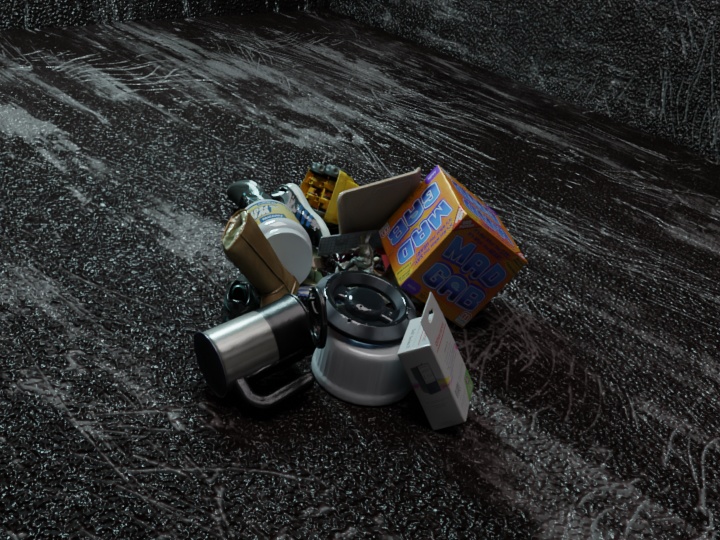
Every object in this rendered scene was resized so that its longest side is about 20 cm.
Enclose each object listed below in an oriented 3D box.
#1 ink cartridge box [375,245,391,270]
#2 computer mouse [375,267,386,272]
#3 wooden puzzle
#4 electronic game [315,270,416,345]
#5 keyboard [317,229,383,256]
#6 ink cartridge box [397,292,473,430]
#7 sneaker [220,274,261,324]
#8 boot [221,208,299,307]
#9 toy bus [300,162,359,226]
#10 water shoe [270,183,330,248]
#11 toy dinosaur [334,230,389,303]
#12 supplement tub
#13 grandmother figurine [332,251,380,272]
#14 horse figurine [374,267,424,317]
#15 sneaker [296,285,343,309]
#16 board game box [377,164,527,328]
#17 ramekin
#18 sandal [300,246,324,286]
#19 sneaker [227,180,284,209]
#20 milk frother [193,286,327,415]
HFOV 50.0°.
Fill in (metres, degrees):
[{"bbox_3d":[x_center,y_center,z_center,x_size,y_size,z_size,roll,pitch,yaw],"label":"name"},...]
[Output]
[{"bbox_3d":[0.106,-0.065,1.806,0.195,0.068,0.118,-2,54,-22],"label":"ink cartridge box"},{"bbox_3d":[0.028,0.042,1.677,0.057,0.035,0.200,11,23,8],"label":"computer mouse"},{"bbox_3d":[0.038,-0.134,1.668,0.196,0.187,0.038,-21,57,-13],"label":"wooden puzzle"},{"bbox_3d":[0.009,0.065,1.409,0.195,0.042,0.202,12,34,-8],"label":"electronic game"},{"bbox_3d":[0.000,-0.064,1.686,0.195,0.057,0.011,-9,54,-23],"label":"keyboard"},{"bbox_3d":[0.125,0.155,1.336,0.066,0.204,0.118,-17,19,23],"label":"ink cartridge box"},{"bbox_3d":[-0.227,0.052,1.513,0.073,0.081,0.201,7,28,-4],"label":"sneaker"},{"bbox_3d":[-0.196,0.019,1.429,0.065,0.201,0.178,-11,46,24],"label":"boot"},{"bbox_3d":[-0.044,-0.171,1.911,0.189,0.139,0.199,18,3,-30],"label":"toy bus"},{"bbox_3d":[-0.139,-0.108,1.771,0.078,0.072,0.202,-25,64,-24],"label":"water shoe"},{"bbox_3d":[0.000,0.000,1.598,0.087,0.047,0.203,-26,51,16],"label":"toy dinosaur"},{"bbox_3d":[-0.180,-0.053,1.614,0.141,0.148,0.200,0,21,-19],"label":"supplement tub"},{"bbox_3d":[-0.014,-0.030,1.755,0.118,0.062,0.201,7,32,10],"label":"grandmother figurine"},{"bbox_3d":[0.084,0.037,1.643,0.131,0.050,0.202,4,42,-46],"label":"horse figurine"},{"bbox_3d":[-0.058,0.060,1.564,0.194,0.079,0.086,9,25,-5],"label":"sneaker"},{"bbox_3d":[0.188,-0.050,1.622,0.198,0.200,0.202,32,22,-31],"label":"board game box"},{"bbox_3d":[0.012,0.145,1.417,0.195,0.100,0.202,9,29,-5],"label":"ramekin"},{"bbox_3d":[-0.113,-0.013,1.682,0.078,0.059,0.202,9,27,-13],"label":"sandal"},{"bbox_3d":[-0.253,-0.157,1.851,0.197,0.077,0.079,27,35,25],"label":"sneaker"},{"bbox_3d":[-0.157,0.114,1.290,0.185,0.203,0.180,-23,51,-32],"label":"milk frother"}]
